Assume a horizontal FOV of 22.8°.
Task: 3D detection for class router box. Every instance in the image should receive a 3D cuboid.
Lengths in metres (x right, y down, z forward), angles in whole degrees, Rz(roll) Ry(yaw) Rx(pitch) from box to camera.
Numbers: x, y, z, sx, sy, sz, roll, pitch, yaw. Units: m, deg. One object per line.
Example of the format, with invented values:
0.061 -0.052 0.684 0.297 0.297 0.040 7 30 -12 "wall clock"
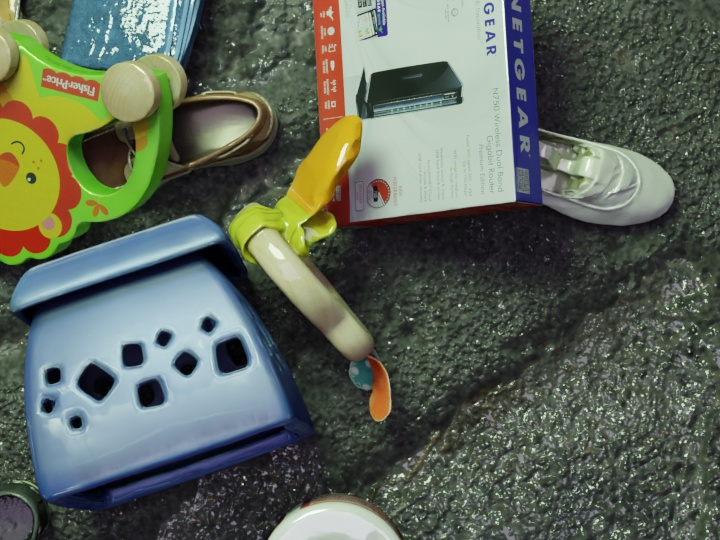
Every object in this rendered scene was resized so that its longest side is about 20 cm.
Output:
0.052 -0.142 1.437 0.179 0.049 0.201 -7 84 33 "router box"

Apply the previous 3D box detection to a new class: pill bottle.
-0.019 0.230 1.374 0.114 0.200 0.115 0 86 0 "pill bottle"

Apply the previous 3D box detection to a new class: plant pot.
-0.160 0.071 1.393 0.199 0.200 0.180 -18 80 0 "plant pot"

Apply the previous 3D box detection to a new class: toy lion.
-0.250 -0.093 1.428 0.199 0.069 0.192 15 108 16 "toy lion"

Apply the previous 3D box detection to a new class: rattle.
0.000 0.000 1.428 0.143 0.130 0.200 -45 96 -14 "rattle"

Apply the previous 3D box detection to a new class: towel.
-0.179 -0.249 1.476 0.111 0.049 0.201 10 80 12 "towel"

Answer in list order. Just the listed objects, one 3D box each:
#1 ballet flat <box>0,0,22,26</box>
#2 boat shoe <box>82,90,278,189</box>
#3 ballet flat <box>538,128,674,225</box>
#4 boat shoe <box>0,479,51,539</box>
-0.313 -0.218 1.476 0.072 0.072 0.201 4 86 0 "ballet flat"
-0.167 -0.106 1.465 0.199 0.072 0.076 -20 86 -2 "boat shoe"
0.164 -0.085 1.468 0.199 0.069 0.070 17 85 1 "ballet flat"
-0.327 0.256 1.442 0.074 0.063 0.202 38 88 1 "boat shoe"
